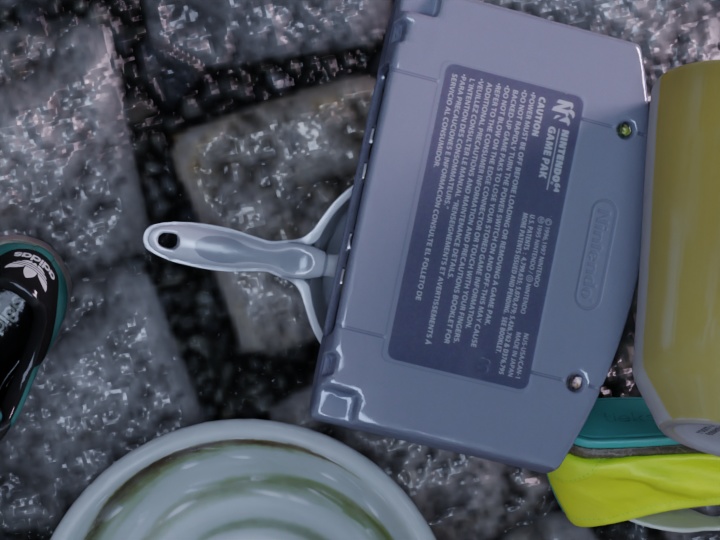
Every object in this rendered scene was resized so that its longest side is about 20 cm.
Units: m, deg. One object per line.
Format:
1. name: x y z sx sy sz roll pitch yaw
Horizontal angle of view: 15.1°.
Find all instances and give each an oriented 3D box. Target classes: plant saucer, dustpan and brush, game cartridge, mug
1. plant saucer: -0.052 0.170 1.255 0.199 0.050 0.201 -1 78 7
2. dustpan and brush: 0.000 0.000 1.249 0.199 0.057 0.140 10 95 -2
3. game cartridge: 0.060 -0.016 1.222 0.133 0.041 0.201 14 81 -8
4. mug: 0.175 -0.001 1.175 0.149 0.186 0.154 4 75 38

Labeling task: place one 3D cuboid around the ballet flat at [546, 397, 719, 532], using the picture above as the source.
1. ballet flat: 0.185 0.089 1.267 0.199 0.067 0.067 -4 117 2

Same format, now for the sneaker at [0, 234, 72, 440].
1. sneaker: -0.201 0.073 1.242 0.071 0.080 0.200 30 95 -4
